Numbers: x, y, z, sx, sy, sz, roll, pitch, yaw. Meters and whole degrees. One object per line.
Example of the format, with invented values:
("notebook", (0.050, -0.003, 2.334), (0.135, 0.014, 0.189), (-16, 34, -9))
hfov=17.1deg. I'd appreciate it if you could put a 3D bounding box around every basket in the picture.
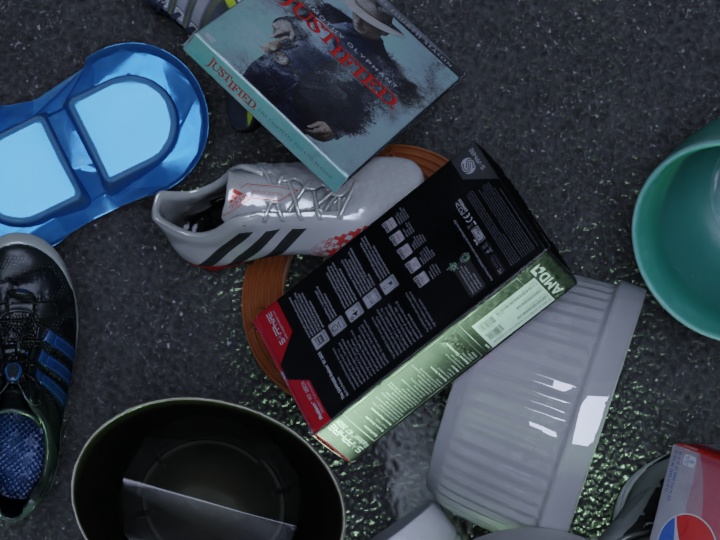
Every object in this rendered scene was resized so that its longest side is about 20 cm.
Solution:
("basket", (-0.101, 0.159, 1.631), (0.180, 0.200, 0.136), (15, 85, -1))

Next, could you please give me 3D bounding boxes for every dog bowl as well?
("dog bowl", (-0.204, -0.085, 1.719), (0.200, 0.050, 0.112), (-27, 88, -5))

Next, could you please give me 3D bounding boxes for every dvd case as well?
("dvd case", (-0.022, -0.147, 1.679), (0.146, 0.200, 0.022), (44, 126, 3))

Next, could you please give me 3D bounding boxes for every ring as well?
("ring", (0.000, 0.000, 1.682), (0.200, 0.019, 0.201), (-13, 60, 24))

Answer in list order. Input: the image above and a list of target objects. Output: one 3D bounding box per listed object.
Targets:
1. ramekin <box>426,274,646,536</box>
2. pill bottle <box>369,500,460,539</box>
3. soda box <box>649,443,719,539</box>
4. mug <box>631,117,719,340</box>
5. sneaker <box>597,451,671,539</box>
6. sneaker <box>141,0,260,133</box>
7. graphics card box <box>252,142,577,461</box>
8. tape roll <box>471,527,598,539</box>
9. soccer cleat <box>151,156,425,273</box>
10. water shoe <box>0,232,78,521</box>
("ramekin", (0.119, 0.091, 1.657), (0.105, 0.200, 0.201), (19, 85, 7))
("pill bottle", (0.071, 0.270, 1.677), (0.113, 0.113, 0.200), (-35, 89, -5))
("soda box", (0.230, 0.221, 1.616), (0.070, 0.063, 0.201), (18, 98, 41))
("mug", (0.295, -0.042, 1.689), (0.185, 0.114, 0.152), (-18, 100, 33))
("sneaker", (0.204, 0.194, 1.686), (0.074, 0.079, 0.200), (49, 55, -3))
("sneaker", (-0.115, -0.191, 1.729), (0.081, 0.074, 0.201), (-17, 80, 4))
("graphics card box", (0.034, 0.020, 1.601), (0.200, 0.126, 0.051), (-40, 134, 9))
("tape roll", (0.116, 0.270, 1.586), (0.202, 0.037, 0.204), (2, 100, 14))
("soccer cleat", (-0.052, -0.046, 1.670), (0.199, 0.085, 0.069), (-10, 62, 26))
("water shoe", (-0.233, 0.075, 1.670), (0.071, 0.079, 0.201), (-1, 101, -5))
